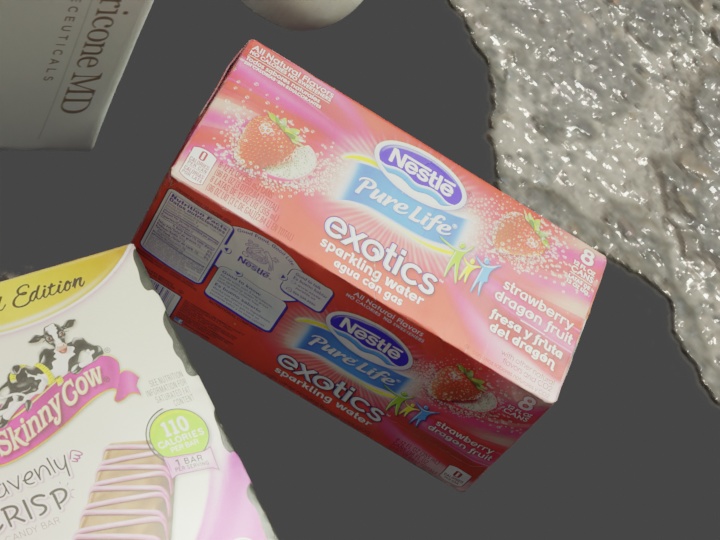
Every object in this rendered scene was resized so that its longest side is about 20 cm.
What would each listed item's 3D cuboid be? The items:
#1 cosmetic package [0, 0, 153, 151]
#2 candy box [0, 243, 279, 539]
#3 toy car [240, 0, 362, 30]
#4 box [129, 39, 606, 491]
[{"bbox_3d":[-0.206,-0.165,0.788,0.198,0.168,0.168,-2,61,-25],"label":"cosmetic package"},{"bbox_3d":[-0.116,0.101,0.736,0.135,0.061,0.201,-18,70,-32],"label":"candy box"},{"bbox_3d":[-0.039,-0.238,0.938,0.199,0.176,0.150,30,16,-5],"label":"toy car"},{"bbox_3d":[0.000,0.000,0.828,0.199,0.100,0.096,31,53,-5],"label":"box"}]
